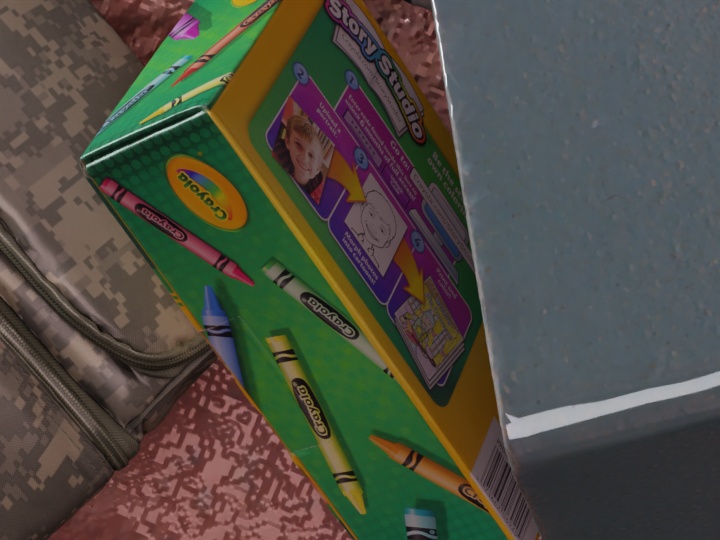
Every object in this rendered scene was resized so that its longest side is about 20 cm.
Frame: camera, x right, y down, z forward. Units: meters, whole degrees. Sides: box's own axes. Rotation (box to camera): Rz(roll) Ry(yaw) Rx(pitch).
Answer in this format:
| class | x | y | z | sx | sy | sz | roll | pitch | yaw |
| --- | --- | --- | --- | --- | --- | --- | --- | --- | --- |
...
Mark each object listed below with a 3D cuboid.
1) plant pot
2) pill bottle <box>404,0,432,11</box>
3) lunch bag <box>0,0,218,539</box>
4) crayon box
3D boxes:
| class | x | y | z | sx | sy | sz | roll | pitch | yaw |
| --- | --- | --- | --- | --- | --- | --- | --- | --- | --- |
| plant pot | 0.137 | -0.026 | 0.679 | 0.199 | 0.196 | 0.196 | -10 | 69 | 7 |
| pill bottle | 0.009 | -0.160 | 0.785 | 0.200 | 0.111 | 0.111 | 22 | 96 | 1 |
| lunch bag | -0.134 | -0.016 | 0.800 | 0.168 | 0.139 | 0.200 | -42 | 93 | -12 |
| crayon box | 0.000 | 0.000 | 0.763 | 0.058 | 0.119 | 0.200 | -22 | 115 | 31 |
